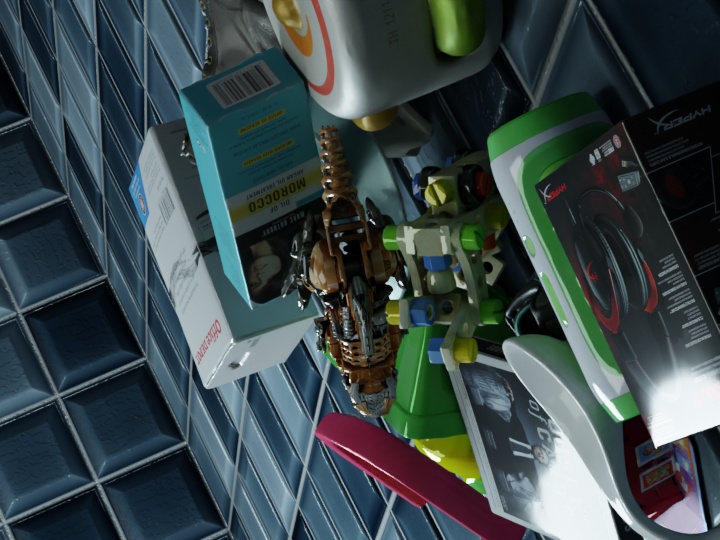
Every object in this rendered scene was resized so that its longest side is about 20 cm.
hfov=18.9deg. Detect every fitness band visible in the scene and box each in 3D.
[{"bbox_3d":[0.051,0.172,1.782,0.200,0.037,0.144,35,172,-28],"label":"fitness band"}]

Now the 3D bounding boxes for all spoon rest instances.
[{"bbox_3d":[0.167,0.117,1.430,0.200,0.061,0.099,42,169,4],"label":"spoon rest"}]

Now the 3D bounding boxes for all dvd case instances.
[{"bbox_3d":[0.133,0.129,1.591,0.200,0.025,0.151,15,125,64],"label":"dvd case"}]

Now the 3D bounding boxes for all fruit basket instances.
[{"bbox_3d":[0.067,0.098,1.779,0.216,0.155,0.216,174,90,-68],"label":"fruit basket"}]

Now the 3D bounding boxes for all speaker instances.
[{"bbox_3d":[0.154,-0.009,1.376,0.200,0.088,0.088,66,166,5],"label":"speaker"}]

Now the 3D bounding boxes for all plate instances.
[{"bbox_3d":[-0.028,-0.055,1.708,0.200,0.026,0.201,39,141,41],"label":"plate"}]

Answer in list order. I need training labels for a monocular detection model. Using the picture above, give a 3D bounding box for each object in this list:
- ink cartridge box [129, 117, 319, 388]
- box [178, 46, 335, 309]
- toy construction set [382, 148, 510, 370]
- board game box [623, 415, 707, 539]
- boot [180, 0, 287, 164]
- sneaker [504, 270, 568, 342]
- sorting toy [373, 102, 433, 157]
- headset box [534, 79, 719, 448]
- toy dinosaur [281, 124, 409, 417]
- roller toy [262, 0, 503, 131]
[{"bbox_3d":[-0.120,-0.018,1.848,0.145,0.084,0.200,125,126,-67],"label":"ink cartridge box"},{"bbox_3d":[-0.073,-0.066,1.617,0.049,0.082,0.200,52,162,40],"label":"box"},{"bbox_3d":[0.076,-0.017,1.558,0.200,0.092,0.132,-51,-45,-72],"label":"toy construction set"},{"bbox_3d":[0.194,0.151,1.568,0.158,0.039,0.200,45,153,56],"label":"board game box"},{"bbox_3d":[-0.112,-0.167,1.708,0.200,0.069,0.175,35,115,41],"label":"boot"},{"bbox_3d":[0.134,0.025,1.522,0.076,0.079,0.200,65,167,6],"label":"sneaker"},{"bbox_3d":[-0.004,-0.164,1.707,0.180,0.107,0.200,11,124,63],"label":"sorting toy"},{"bbox_3d":[0.196,0.009,1.260,0.200,0.075,0.149,66,161,5],"label":"headset box"},{"bbox_3d":[0.000,0.000,1.566,0.136,0.102,0.201,-108,30,-80],"label":"toy dinosaur"},{"bbox_3d":[0.002,-0.205,1.518,0.183,0.139,0.200,65,166,8],"label":"roller toy"}]
